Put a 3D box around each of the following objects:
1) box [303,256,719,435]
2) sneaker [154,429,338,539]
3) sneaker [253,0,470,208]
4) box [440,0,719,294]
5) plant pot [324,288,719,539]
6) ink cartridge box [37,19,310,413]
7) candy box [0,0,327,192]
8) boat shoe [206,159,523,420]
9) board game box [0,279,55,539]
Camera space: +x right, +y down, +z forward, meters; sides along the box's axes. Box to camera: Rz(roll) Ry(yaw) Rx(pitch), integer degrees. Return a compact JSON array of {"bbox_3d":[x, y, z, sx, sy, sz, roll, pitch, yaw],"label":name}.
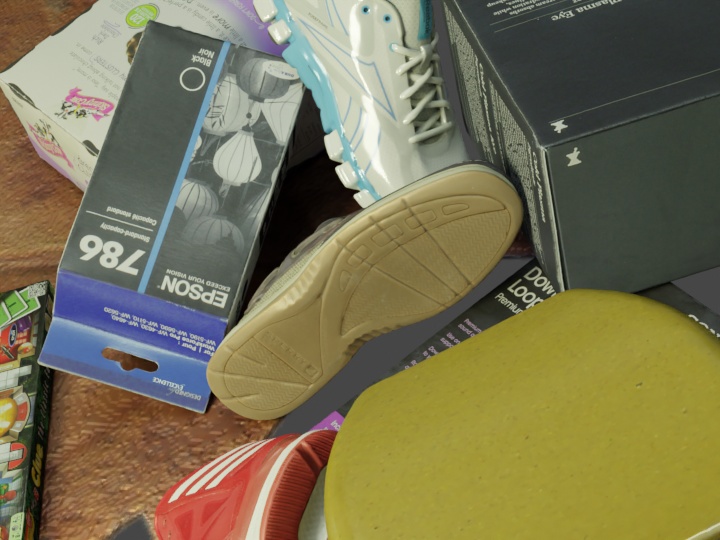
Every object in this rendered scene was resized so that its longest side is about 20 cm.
[{"bbox_3d":[0.081,0.071,1.190,0.199,0.036,0.143,-36,42,-15],"label":"box"},{"bbox_3d":[-0.069,0.168,1.157,0.201,0.078,0.115,-57,22,-19],"label":"sneaker"},{"bbox_3d":[0.016,-0.108,1.304,0.075,0.201,0.087,-25,-9,-46],"label":"sneaker"},{"bbox_3d":[0.162,-0.094,1.241,0.198,0.105,0.183,-17,36,-5],"label":"box"},{"bbox_3d":[0.092,0.124,1.007,0.193,0.196,0.200,-26,39,-1],"label":"plant pot"},{"bbox_3d":[-0.099,-0.032,1.317,0.099,0.039,0.201,15,70,2],"label":"ink cartridge box"},{"bbox_3d":[-0.090,-0.117,1.448,0.200,0.072,0.168,-37,42,-14],"label":"candy box"},{"bbox_3d":[0.000,0.000,1.247,0.200,0.072,0.065,-40,25,27],"label":"boat shoe"},{"bbox_3d":[-0.221,0.092,1.331,0.104,0.024,0.201,-17,41,13],"label":"board game box"}]
